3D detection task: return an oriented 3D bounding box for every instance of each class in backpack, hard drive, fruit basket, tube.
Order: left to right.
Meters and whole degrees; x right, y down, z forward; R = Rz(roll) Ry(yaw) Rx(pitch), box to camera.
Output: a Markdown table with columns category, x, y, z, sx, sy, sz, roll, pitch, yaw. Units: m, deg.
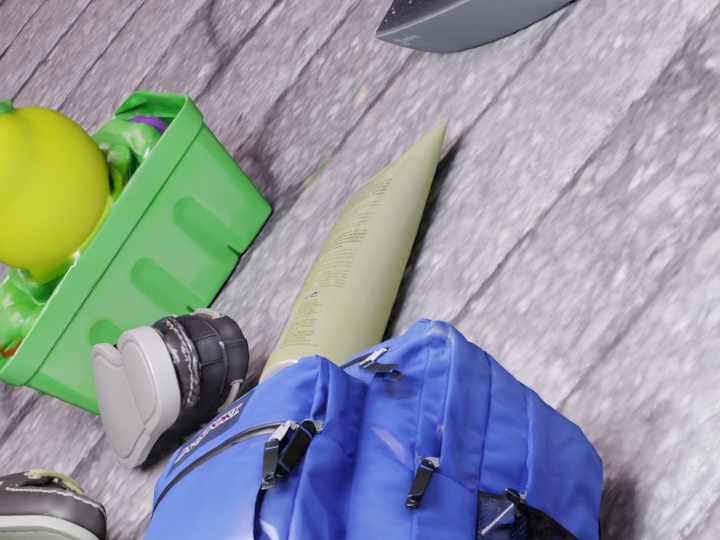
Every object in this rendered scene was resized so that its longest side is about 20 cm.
| category | x | y | z | sx | sy | sz | roll | pitch | yaw |
| --- | --- | --- | --- | --- | --- | --- | --- | --- | --- |
| fruit basket | -0.180 | -0.030 | 1.767 | 0.216 | 0.215 | 0.155 | -56 | 19 | -8 |
| tube | 0.000 | 0.000 | 1.529 | 0.058 | 0.052 | 0.201 | 2 | 41 | 16 |
| backpack | 0.006 | 0.111 | 1.134 | 0.162 | 0.168 | 0.200 | -33 | 23 | 32 |
| hard drive | 0.093 | -0.188 | 1.632 | 0.200 | 0.042 | 0.135 | -19 | 38 | 59 |

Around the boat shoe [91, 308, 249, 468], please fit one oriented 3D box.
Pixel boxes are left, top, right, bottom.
| category | x | y | z | sx | sy | sz | roll | pitch | yaw |
| --- | --- | --- | --- | --- | --- | --- | --- | --- | --- |
| boat shoe | -0.107 | 0.061 | 1.649 | 0.060 | 0.074 | 0.200 | -16 | -10 | -16 |

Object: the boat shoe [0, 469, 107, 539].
| category | x | y | z | sx | sy | sz | roll | pitch | yaw |
| --- | --- | --- | --- | --- | --- | --- | --- | --- | --- |
| boat shoe | -0.190 | 0.141 | 1.688 | 0.201 | 0.072 | 0.061 | -23 | 39 | 61 |
